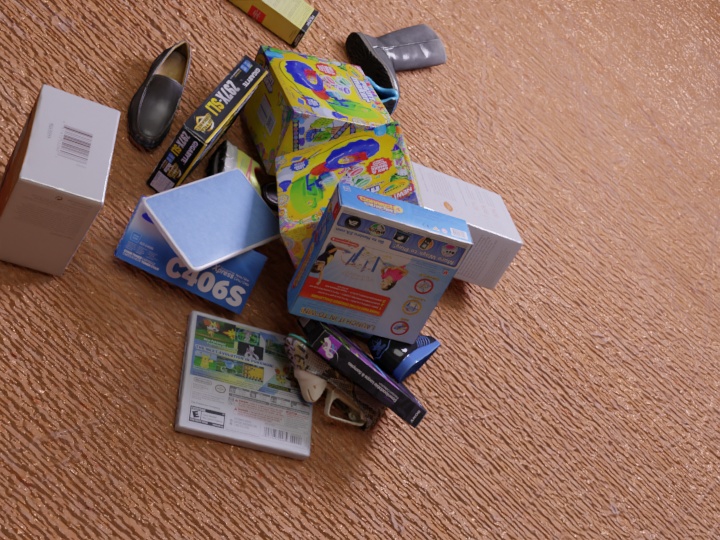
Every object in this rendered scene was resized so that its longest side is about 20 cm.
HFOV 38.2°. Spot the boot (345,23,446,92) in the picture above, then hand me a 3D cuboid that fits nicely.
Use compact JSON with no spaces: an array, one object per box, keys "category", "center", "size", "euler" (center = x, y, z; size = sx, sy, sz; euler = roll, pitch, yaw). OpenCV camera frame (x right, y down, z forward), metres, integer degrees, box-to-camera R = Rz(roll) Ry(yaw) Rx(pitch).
[{"category":"boot","center":[0.084,-0.388,1.964],"size":[0.199,0.072,0.183],"euler":[-9,69,-44]}]

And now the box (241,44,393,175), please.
[{"category":"box","center":[-0.072,-0.248,1.692],"size":[0.191,0.123,0.201],"euler":[6,38,-31]}]

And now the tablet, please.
[{"category":"tablet","center":[-0.206,-0.075,1.487],"size":[0.130,0.014,0.199],"euler":[52,41,10]}]

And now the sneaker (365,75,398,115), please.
[{"category":"sneaker","center":[-0.026,-0.326,1.835],"size":[0.199,0.082,0.074],"euler":[20,54,-20]}]

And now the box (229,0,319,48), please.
[{"category":"box","center":[-0.175,-0.489,1.862],"size":[0.199,0.050,0.076],"euler":[34,49,-11]}]

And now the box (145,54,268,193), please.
[{"category":"box","center":[-0.233,-0.218,1.583],"size":[0.049,0.160,0.201],"euler":[37,48,-7]}]

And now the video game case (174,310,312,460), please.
[{"category":"video game case","center":[-0.160,0.164,1.483],"size":[0.199,0.022,0.184],"euler":[17,54,-22]}]

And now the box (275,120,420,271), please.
[{"category":"box","center":[-0.011,-0.096,1.537],"size":[0.198,0.123,0.193],"euler":[-17,39,5]}]

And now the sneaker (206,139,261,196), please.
[{"category":"sneaker","center":[-0.189,-0.105,1.599],"size":[0.090,0.078,0.201],"euler":[24,54,-30]}]

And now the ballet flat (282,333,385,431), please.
[{"category":"ballet flat","center":[-0.045,0.171,1.502],"size":[0.200,0.072,0.072],"euler":[40,46,-26]}]

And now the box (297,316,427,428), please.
[{"category":"box","center":[0.001,0.140,1.515],"size":[0.200,0.143,0.036],"euler":[41,90,-17]}]

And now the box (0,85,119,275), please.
[{"category":"box","center":[-0.406,-0.113,1.367],"size":[0.106,0.200,0.153],"euler":[17,54,-24]}]

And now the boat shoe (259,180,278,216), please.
[{"category":"boat shoe","center":[-0.072,-0.125,1.690],"size":[0.199,0.065,0.074],"euler":[0,64,-32]}]

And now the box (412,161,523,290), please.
[{"category":"box","center":[0.148,-0.076,1.743],"size":[0.199,0.107,0.153],"euler":[18,31,-22]}]

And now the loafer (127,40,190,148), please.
[{"category":"loafer","center":[-0.312,-0.280,1.628],"size":[0.072,0.072,0.201],"euler":[22,53,-21]}]

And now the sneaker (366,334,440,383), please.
[{"category":"sneaker","center":[0.067,0.115,1.585],"size":[0.078,0.070,0.200],"euler":[43,10,9]}]

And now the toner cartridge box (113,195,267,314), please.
[{"category":"toner cartridge box","center":[-0.244,-0.022,1.498],"size":[0.199,0.043,0.096],"euler":[26,90,-17]}]

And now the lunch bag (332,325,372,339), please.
[{"category":"lunch bag","center":[0.000,0.000,1.656],"size":[0.150,0.094,0.201],"euler":[21,40,-26]}]

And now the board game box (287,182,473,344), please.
[{"category":"board game box","center":[0.023,-0.005,1.445],"size":[0.198,0.197,0.056],"euler":[16,36,-19]}]
